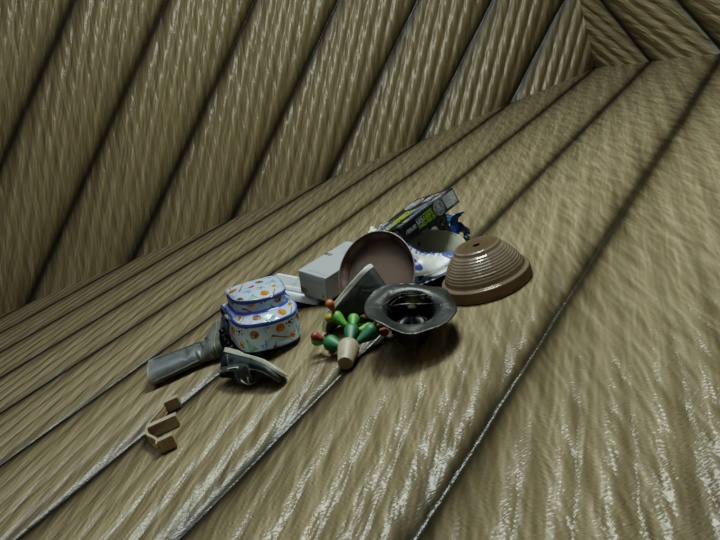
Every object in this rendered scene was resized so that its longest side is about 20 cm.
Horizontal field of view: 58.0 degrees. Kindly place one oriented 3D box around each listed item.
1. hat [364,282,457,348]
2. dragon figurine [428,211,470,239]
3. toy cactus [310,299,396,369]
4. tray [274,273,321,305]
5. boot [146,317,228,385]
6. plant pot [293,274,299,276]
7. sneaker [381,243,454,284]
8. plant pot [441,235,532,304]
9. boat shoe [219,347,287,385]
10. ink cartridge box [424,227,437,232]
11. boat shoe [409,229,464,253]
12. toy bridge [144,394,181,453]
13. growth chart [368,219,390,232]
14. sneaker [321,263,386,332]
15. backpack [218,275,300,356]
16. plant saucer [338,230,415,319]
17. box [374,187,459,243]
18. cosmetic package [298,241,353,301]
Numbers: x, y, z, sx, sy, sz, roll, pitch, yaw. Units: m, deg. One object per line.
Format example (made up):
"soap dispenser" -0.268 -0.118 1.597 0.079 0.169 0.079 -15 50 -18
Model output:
"hat" 0.096 0.098 1.259 0.196 0.082 0.201 -1 24 0
"dragon figurine" 0.246 -0.125 1.724 0.058 0.101 0.199 -6 14 41
"toy cactus" -0.019 0.130 1.326 0.196 0.104 0.166 -8 29 12
"tray" -0.176 0.044 1.761 0.197 0.023 0.107 10 31 26
"boot" -0.425 0.203 1.622 0.197 0.073 0.182 -27 15 4
"plant pot" -0.223 0.068 1.840 0.197 0.028 0.200 -20 17 6
"sneaker" 0.132 -0.023 1.514 0.196 0.117 0.081 -23 -3 -9
"plant pot" 0.262 -0.013 1.400 0.197 0.094 0.201 -19 18 6
"boat shoe" -0.228 0.214 1.368 0.198 0.072 0.069 6 67 43
"ink cartridge box" 0.122 -0.093 1.837 0.198 0.077 0.136 -7 22 43
"boat shoe" 0.179 -0.061 1.664 0.197 0.073 0.067 -3 -9 27
"toy bridge" -0.398 0.311 1.308 0.066 0.028 0.200 -24 17 -7
"growth chart" 0.105 -0.127 1.803 0.197 0.018 0.145 -18 18 11
"sneaker" -0.005 0.091 1.431 0.201 0.099 0.070 -51 -12 25
"backpack" -0.227 0.108 1.520 0.197 0.157 0.190 -21 31 -19
"plant saucer" 0.041 0.012 1.478 0.197 0.204 0.034 -12 -15 28
"box" 0.130 -0.127 1.629 0.199 0.045 0.159 -38 14 -27
"cosmetic package" -0.062 -0.001 1.724 0.100 0.075 0.199 15 32 35
